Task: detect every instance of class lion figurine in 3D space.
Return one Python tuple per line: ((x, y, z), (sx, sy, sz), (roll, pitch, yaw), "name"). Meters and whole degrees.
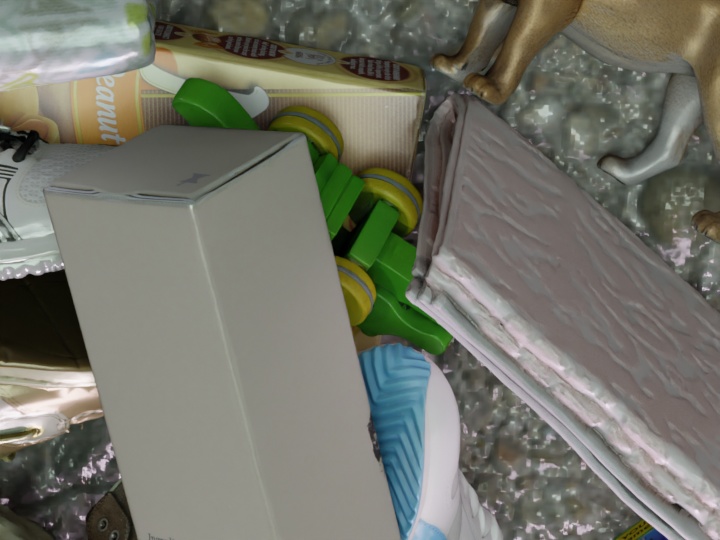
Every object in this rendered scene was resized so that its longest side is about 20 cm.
((0.109, -0.102, 1.160), (0.200, 0.072, 0.123), (30, 95, -21), "lion figurine")

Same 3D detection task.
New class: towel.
((-0.161, -0.111, 1.089), (0.171, 0.200, 0.048), (-10, 115, 2), "towel")
((0.099, 0.030, 1.121), (0.200, 0.191, 0.032), (42, 110, -11), "towel")

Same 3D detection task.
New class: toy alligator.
((0.000, 0.000, 1.133), (0.200, 0.059, 0.054), (38, 144, -11), "toy alligator")

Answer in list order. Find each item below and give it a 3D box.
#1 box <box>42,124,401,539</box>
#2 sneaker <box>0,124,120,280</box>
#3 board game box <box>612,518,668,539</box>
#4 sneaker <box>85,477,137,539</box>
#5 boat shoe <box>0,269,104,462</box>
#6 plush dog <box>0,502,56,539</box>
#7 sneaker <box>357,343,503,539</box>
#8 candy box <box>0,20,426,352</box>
((-0.046, 0.051, 1.079), (0.082, 0.068, 0.201), (7, 118, 40), "box")
((-0.173, -0.044, 1.110), (0.199, 0.076, 0.088), (-2, 103, 3), "sneaker")
((0.061, 0.179, 1.188), (0.200, 0.135, 0.029), (-38, 101, 9), "board game box")
((-0.078, 0.129, 1.184), (0.075, 0.070, 0.201), (8, 67, 19), "sneaker")
((-0.151, 0.039, 1.129), (0.199, 0.074, 0.067), (-3, 132, -17), "boat shoe")
((-0.192, 0.124, 1.176), (0.171, 0.200, 0.161), (19, 73, -12), "plush dog")
((0.014, 0.100, 1.168), (0.076, 0.081, 0.200), (37, 141, 29), "sneaker")
((-0.081, -0.039, 1.176), (0.199, 0.055, 0.116), (10, 105, -1), "candy box")
